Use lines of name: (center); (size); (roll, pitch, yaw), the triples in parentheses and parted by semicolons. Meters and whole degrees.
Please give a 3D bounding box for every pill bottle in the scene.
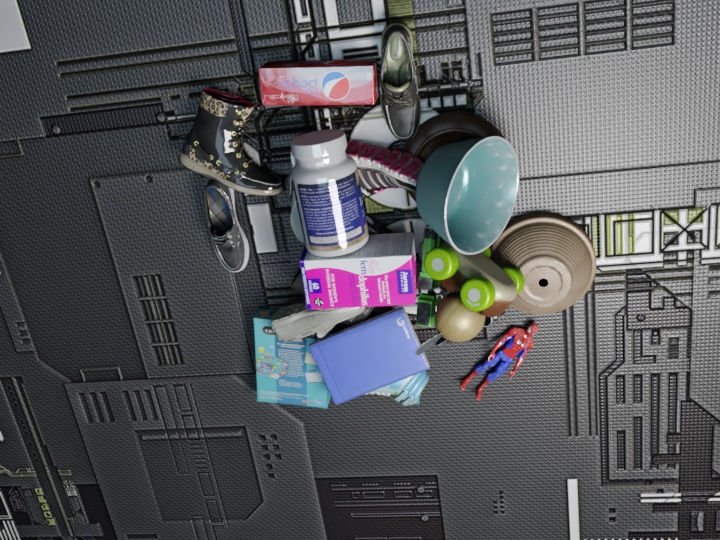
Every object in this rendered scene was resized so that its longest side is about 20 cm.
pill bottle: (-0.056, -0.135, 1.380); (0.116, 0.116, 0.200); (-5, 115, 11)

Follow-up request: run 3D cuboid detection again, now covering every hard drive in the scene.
hard drive: (0.017, 0.166, 1.552); (0.200, 0.025, 0.132); (-23, 99, 11)

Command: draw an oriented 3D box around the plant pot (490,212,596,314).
plant pot: (0.331, 0.002, 1.460); (0.200, 0.093, 0.201); (3, 115, 6)

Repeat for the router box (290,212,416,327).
router box: (-0.015, -0.006, 1.529); (0.157, 0.052, 0.200); (35, 115, -9)

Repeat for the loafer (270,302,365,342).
loafer: (-0.075, 0.090, 1.521); (0.200, 0.070, 0.070); (-15, 119, 25)

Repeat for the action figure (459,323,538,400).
action figure: (0.280, 0.175, 1.575); (0.065, 0.052, 0.200); (37, 112, -5)

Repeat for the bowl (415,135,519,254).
bowl: (0.168, -0.136, 1.349); (0.105, 0.201, 0.201); (23, 124, 41)

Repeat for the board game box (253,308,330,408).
board game box: (-0.137, 0.180, 1.639); (0.151, 0.047, 0.200); (5, 115, 7)

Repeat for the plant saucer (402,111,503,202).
plant saucer: (0.170, -0.182, 1.432); (0.200, 0.032, 0.200); (4, 116, 8)

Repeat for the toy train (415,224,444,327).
toy train: (0.127, 0.007, 1.459); (0.042, 0.056, 0.200); (7, 99, 26)

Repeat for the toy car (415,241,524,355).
toy car: (0.164, 0.061, 1.402); (0.158, 0.164, 0.200); (41, 117, 21)

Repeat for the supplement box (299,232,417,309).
supplement box: (0.000, 0.000, 1.444); (0.200, 0.103, 0.101); (-4, 116, 7)

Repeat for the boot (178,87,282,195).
boot: (-0.221, -0.231, 1.448); (0.200, 0.073, 0.151); (23, 116, 4)

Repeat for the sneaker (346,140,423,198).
sneaker: (0.036, -0.166, 1.427); (0.200, 0.074, 0.088); (18, 129, 19)

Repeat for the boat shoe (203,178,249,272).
boat shoe: (-0.260, -0.081, 1.523); (0.070, 0.066, 0.200); (0, 115, 9)

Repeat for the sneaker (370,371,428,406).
sneaker: (0.048, 0.239, 1.622); (0.200, 0.080, 0.131); (-31, 106, 21)

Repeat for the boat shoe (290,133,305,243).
boat shoe: (-0.094, -0.150, 1.468); (0.071, 0.064, 0.200); (-1, 114, -4)

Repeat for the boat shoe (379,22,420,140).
boat shoe: (0.063, -0.316, 1.364); (0.072, 0.066, 0.201); (0, 114, 11)

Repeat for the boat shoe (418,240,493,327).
boat shoe: (0.181, 0.028, 1.507); (0.074, 0.068, 0.199); (-32, 106, 20)

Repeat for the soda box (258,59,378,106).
soda box: (-0.071, -0.325, 1.383); (0.200, 0.063, 0.070); (0, 115, 8)
